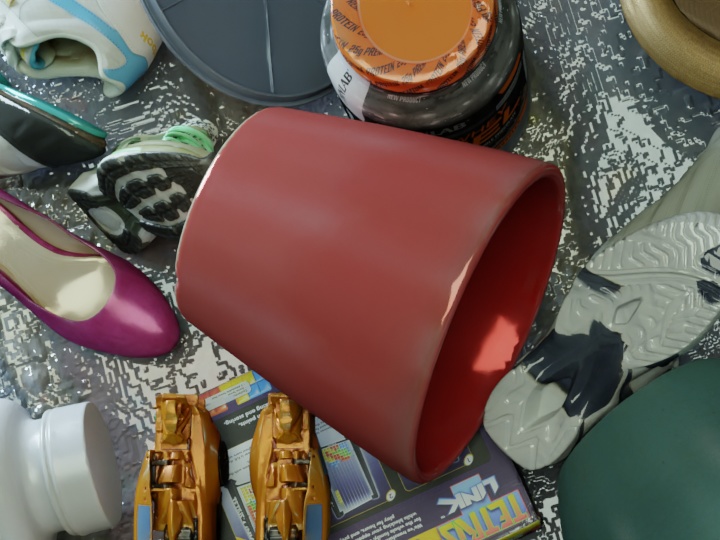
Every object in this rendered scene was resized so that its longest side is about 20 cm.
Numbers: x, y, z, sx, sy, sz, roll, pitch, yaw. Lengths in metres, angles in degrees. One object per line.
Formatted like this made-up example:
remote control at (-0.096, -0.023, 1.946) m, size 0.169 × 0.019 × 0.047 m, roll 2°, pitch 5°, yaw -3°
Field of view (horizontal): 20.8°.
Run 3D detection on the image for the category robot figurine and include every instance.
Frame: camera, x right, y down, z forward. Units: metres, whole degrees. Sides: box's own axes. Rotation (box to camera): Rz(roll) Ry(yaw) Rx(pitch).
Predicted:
robot figurine at (-0.078, 0.174, 1.187) m, size 0.145 × 0.058 × 0.200 m, roll -2°, pitch 78°, yaw 7°

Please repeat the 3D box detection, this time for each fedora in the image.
fedora at (0.268, -0.178, 1.257) m, size 0.200 × 0.082 × 0.201 m, roll -4°, pitch 70°, yaw 11°

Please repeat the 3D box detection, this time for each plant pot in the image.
plant pot at (0.212, 0.150, 1.148) m, size 0.200 × 0.201 × 0.161 m, roll -36°, pitch 65°, yaw -1°
plant pot at (0.000, 0.000, 1.155) m, size 0.177 × 0.200 × 0.201 m, roll 23°, pitch 82°, yaw 17°

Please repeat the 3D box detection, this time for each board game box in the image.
board game box at (-0.007, 0.127, 1.247) m, size 0.200 × 0.057 × 0.166 m, roll -24°, pitch 78°, yaw 2°

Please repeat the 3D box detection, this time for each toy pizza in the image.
toy pizza at (-0.073, -0.203, 1.288) m, size 0.200 × 0.032 × 0.201 m, roll 10°, pitch 74°, yaw -36°

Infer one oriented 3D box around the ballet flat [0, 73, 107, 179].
ballet flat at (-0.246, -0.102, 1.313) m, size 0.200 × 0.068 × 0.068 m, roll 33°, pitch 95°, yaw 36°

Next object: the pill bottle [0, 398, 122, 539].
pill bottle at (-0.259, 0.144, 1.248) m, size 0.200 × 0.112 × 0.112 m, roll -14°, pitch 76°, yaw 5°

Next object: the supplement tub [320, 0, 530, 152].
supplement tub at (0.042, -0.132, 1.222) m, size 0.122 × 0.200 × 0.123 m, roll -2°, pitch 78°, yaw 8°

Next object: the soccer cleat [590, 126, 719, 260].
soccer cleat at (0.227, -0.048, 1.252) m, size 0.200 × 0.069 × 0.078 m, roll -26°, pitch 71°, yaw -6°

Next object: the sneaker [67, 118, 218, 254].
sneaker at (-0.122, -0.070, 1.249) m, size 0.077 × 0.200 × 0.089 m, roll 44°, pitch 70°, yaw -18°

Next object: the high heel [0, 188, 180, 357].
high heel at (-0.208, -0.008, 1.282) m, size 0.200 × 0.096 × 0.067 m, roll 36°, pitch 85°, yaw 13°

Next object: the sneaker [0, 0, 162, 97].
sneaker at (-0.231, -0.182, 1.328) m, size 0.200 × 0.077 × 0.081 m, roll 20°, pitch 66°, yaw 11°

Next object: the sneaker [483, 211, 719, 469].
sneaker at (0.172, 0.036, 1.198) m, size 0.079 × 0.130 × 0.199 m, roll 42°, pitch 113°, yaw 16°
